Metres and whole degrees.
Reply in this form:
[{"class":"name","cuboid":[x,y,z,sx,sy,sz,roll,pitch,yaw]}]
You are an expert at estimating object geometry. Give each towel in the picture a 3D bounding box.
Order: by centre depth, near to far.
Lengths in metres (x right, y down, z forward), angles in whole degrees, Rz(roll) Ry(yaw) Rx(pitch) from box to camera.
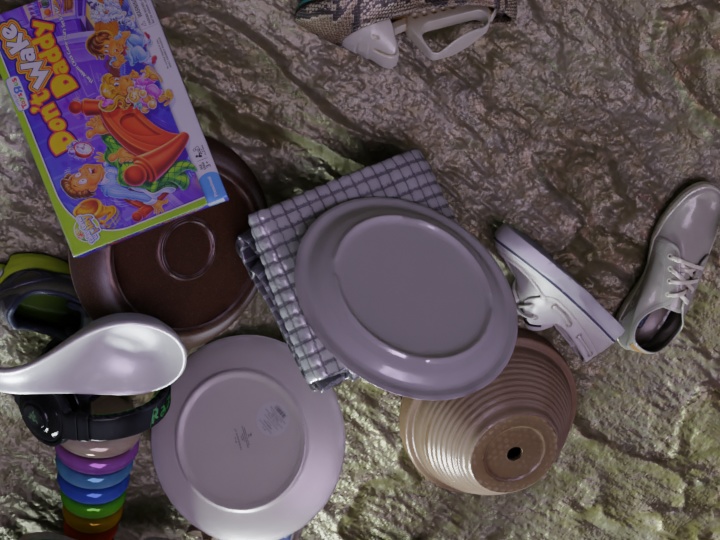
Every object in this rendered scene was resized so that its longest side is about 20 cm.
[{"class":"towel","cuboid":[0.000,0.000,1.026,0.199,0.085,0.167,-25,91,-27]}]

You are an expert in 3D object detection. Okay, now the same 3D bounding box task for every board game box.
[{"class":"board game box","cuboid":[-0.205,-0.128,0.930,0.134,0.045,0.201,-22,93,-4]}]

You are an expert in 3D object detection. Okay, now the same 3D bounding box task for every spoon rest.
[{"class":"spoon rest","cuboid":[-0.247,0.074,0.966,0.198,0.061,0.100,2,138,-3]}]

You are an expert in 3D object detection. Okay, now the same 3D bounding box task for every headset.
[{"class":"headset","cuboid":[-0.271,0.094,1.036,0.198,0.124,0.095,5,116,4]}]

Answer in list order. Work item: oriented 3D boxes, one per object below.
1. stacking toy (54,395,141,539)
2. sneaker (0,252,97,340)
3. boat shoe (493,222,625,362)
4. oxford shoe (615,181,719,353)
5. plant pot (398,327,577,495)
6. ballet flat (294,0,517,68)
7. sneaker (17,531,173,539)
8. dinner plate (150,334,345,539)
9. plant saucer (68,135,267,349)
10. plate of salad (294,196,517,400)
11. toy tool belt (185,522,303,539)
[{"class":"stacking toy","cuboid":[-0.265,0.224,1.125,0.085,0.086,0.201,2,119,-17]},{"class":"sneaker","cuboid":[-0.234,0.035,1.033,0.198,0.081,0.074,1,117,-16]},{"class":"boat shoe","cuboid":[0.191,0.030,1.166,0.070,0.071,0.200,-46,126,7]},{"class":"oxford shoe","cuboid":[0.332,0.004,1.199,0.075,0.058,0.201,16,109,-20]},{"class":"plant pot","cuboid":[0.148,0.167,1.208,0.199,0.093,0.202,-7,118,-14]},{"class":"ballet flat","cuboid":[0.046,-0.216,0.989,0.198,0.068,0.076,-14,82,-11]},{"class":"sneaker","cuboid":[-0.234,0.296,1.081,0.198,0.080,0.072,8,95,-18]},{"class":"dinner plate","cuboid":[-0.112,0.163,1.097,0.198,0.024,0.202,-1,86,12]},{"class":"plant saucer","cuboid":[-0.158,-0.021,1.012,0.199,0.032,0.202,-10,106,-35]},{"class":"plate of salad","cuboid":[0.037,0.024,0.953,0.198,0.201,0.048,7,144,-19]},{"class":"toy tool belt","cuboid":[-0.119,0.246,1.170,0.122,0.125,0.201,20,109,9]}]
